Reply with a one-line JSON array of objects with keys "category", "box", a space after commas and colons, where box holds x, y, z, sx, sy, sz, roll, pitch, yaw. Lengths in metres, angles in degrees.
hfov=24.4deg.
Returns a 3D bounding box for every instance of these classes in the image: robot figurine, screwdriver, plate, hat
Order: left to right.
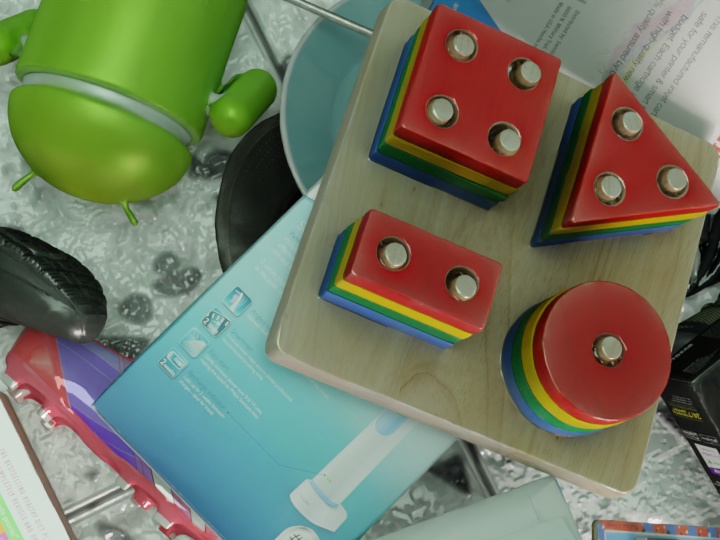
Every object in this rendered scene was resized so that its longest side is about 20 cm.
[{"category": "robot figurine", "box": [-0.139, -0.130, 0.995, 0.175, 0.116, 0.200, 17, 79, 6]}, {"category": "hat", "box": [0.000, 0.000, 0.992, 0.200, 0.081, 0.201, 5, 68, -12]}, {"category": "screwdriver", "box": [0.032, -0.123, 0.961, 0.200, 0.028, 0.029, 20, 36, -10]}, {"category": "plate", "box": [0.048, -0.079, 0.979, 0.200, 0.026, 0.200, 5, 67, -12]}]

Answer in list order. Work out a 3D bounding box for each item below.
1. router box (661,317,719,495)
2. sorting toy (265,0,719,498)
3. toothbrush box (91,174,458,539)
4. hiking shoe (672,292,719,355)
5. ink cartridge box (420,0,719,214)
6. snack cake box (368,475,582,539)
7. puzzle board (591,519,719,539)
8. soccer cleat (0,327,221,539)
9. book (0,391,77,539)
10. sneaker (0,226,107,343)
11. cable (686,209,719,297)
[{"category": "router box", "box": [0.283, 0.063, 0.952, 0.200, 0.051, 0.149, -35, 104, -14]}, {"category": "sorting toy", "box": [0.082, -0.018, 0.820, 0.199, 0.070, 0.200, 23, 69, -13]}, {"category": "toothbrush box", "box": [-0.020, 0.050, 0.876, 0.146, 0.085, 0.200, 45, 84, -4]}, {"category": "hiking shoe", "box": [0.251, 0.006, 1.013, 0.200, 0.076, 0.101, -17, 85, -16]}, {"category": "ink cartridge box", "box": [0.151, -0.159, 0.932, 0.200, 0.147, 0.145, 26, 40, -6]}, {"category": "snack cake box", "box": [0.058, 0.187, 0.902, 0.115, 0.200, 0.067, -19, 66, -7]}, {"category": "puzzle board", "box": [0.200, 0.221, 0.939, 0.200, 0.017, 0.151, 11, 76, -41]}, {"category": "soccer cleat", "box": [-0.123, 0.097, 0.984, 0.200, 0.067, 0.076, 39, 76, 7]}, {"category": "book", "box": [-0.271, 0.175, 0.971, 0.200, 0.048, 0.134, -26, 86, -7]}, {"category": "sneaker", "box": [-0.234, 0.009, 0.979, 0.200, 0.076, 0.091, 23, 90, 27]}, {"category": "cable", "box": [0.158, -0.073, 1.034, 0.163, 0.051, 0.200, -28, 82, -8]}]
